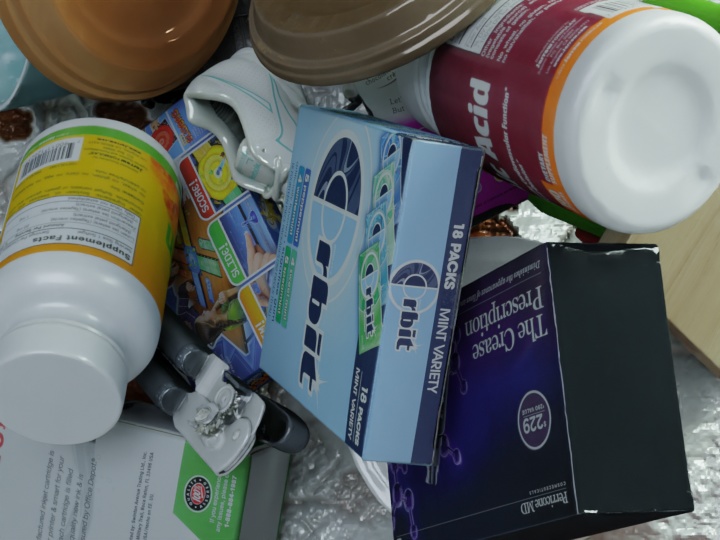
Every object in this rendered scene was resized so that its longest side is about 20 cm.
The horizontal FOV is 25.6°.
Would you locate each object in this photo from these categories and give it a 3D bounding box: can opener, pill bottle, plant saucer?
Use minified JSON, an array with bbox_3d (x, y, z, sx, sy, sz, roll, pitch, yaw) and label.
[{"bbox_3d":[-0.105,0.073,1.008,0.053,0.066,0.200,-57,39,2],"label":"can opener"},{"bbox_3d":[0.106,-0.099,0.870,0.115,0.114,0.200,-54,32,-2],"label":"pill bottle"},{"bbox_3d":[0.016,-0.189,0.920,0.199,0.030,0.201,-21,42,20],"label":"plant saucer"},{"bbox_3d":[-0.177,0.007,0.997,0.110,0.111,0.201,-11,43,12],"label":"pill bottle"},{"bbox_3d":[-0.151,-0.211,1.035,0.037,0.199,0.202,8,77,47],"label":"plant saucer"}]

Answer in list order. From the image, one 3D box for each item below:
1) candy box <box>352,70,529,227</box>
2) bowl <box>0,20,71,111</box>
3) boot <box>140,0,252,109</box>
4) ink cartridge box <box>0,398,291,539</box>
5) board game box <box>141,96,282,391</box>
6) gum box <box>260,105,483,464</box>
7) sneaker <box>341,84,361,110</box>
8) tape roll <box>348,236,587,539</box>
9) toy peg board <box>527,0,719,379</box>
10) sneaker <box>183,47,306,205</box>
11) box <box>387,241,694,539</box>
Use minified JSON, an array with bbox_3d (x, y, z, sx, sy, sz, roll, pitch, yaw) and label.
[{"bbox_3d":[0.064,-0.138,1.012,0.136,0.061,0.201,-26,98,14],"label":"candy box"},{"bbox_3d":[-0.205,-0.210,1.127,0.104,0.201,0.203,2,72,-29],"label":"bowl"},{"bbox_3d":[-0.077,-0.212,1.143,0.199,0.069,0.176,-16,73,22],"label":"boot"},{"bbox_3d":[-0.158,0.161,1.042,0.198,0.084,0.147,12,96,18],"label":"ink cartridge box"},{"bbox_3d":[-0.114,-0.008,1.098,0.135,0.034,0.201,-33,70,20],"label":"board game box"},{"bbox_3d":[0.000,0.000,0.913,0.044,0.200,0.171,6,99,-21],"label":"gum box"},{"bbox_3d":[0.044,-0.154,1.085,0.198,0.079,0.130,27,86,19],"label":"sneaker"},{"bbox_3d":[0.090,0.081,1.018,0.201,0.071,0.204,-4,76,15],"label":"tape roll"},{"bbox_3d":[0.211,-0.064,0.971,0.098,0.199,0.201,28,85,42],"label":"toy peg board"},{"bbox_3d":[-0.041,-0.064,1.054,0.200,0.080,0.071,43,130,15],"label":"sneaker"},{"bbox_3d":[0.088,0.080,0.876,0.078,0.200,0.142,0,74,-26],"label":"box"}]
